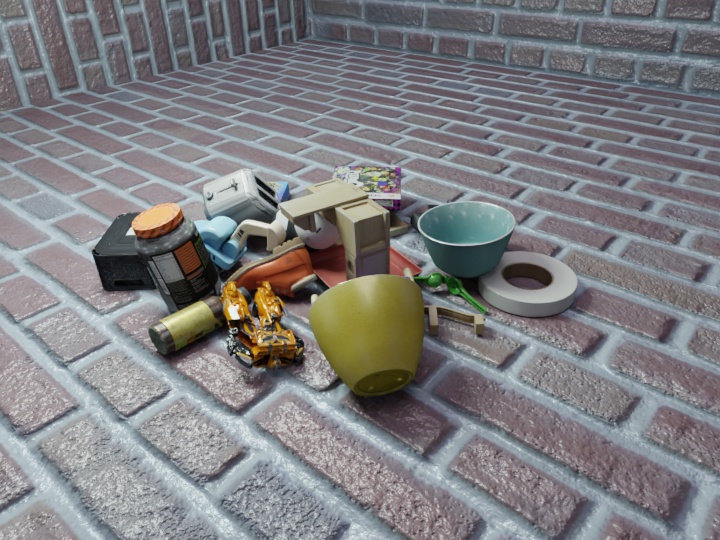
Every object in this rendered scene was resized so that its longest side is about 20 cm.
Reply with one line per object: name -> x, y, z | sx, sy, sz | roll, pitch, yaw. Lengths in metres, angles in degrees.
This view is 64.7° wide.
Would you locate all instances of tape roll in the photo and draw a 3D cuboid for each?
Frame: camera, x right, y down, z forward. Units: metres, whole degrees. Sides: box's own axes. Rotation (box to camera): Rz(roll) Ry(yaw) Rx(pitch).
tape roll -> 0.347, 0.024, 1.189 | 0.202, 0.037, 0.203 | -1, 32, 1

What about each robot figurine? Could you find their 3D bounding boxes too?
robot figurine -> -0.183, 0.101, 1.038 | 0.145, 0.058, 0.200 | -1, 37, -32
robot figurine -> -0.126, -0.102, 1.284 | 0.125, 0.151, 0.200 | -3, -4, -36

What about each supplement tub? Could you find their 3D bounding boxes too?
supplement tub -> -0.366, -0.025, 1.131 | 0.122, 0.200, 0.123 | -10, 34, 7

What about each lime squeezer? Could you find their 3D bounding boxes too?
lime squeezer -> 0.167, 0.036, 1.174 | 0.200, 0.038, 0.071 | 19, 52, 10

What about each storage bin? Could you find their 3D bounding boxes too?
storage bin -> -0.502, -0.049, 1.290 | 0.135, 0.094, 0.200 | -2, 33, -1

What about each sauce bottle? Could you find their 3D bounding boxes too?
sauce bottle -> -0.300, 0.090, 1.088 | 0.200, 0.065, 0.065 | -29, 41, -35

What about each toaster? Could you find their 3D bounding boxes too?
toaster -> -0.274, -0.154, 1.353 | 0.129, 0.200, 0.114 | -23, 63, 15

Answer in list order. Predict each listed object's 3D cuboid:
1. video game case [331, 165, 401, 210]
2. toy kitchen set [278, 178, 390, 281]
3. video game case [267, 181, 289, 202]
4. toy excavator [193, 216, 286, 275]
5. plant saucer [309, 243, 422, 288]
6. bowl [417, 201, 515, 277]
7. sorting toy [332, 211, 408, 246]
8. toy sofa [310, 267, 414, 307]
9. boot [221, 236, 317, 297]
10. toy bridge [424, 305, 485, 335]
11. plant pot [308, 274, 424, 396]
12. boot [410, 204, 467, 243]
video game case -> 0.014, -0.213, 1.446 | 0.181, 0.036, 0.200 | 2, 33, 4
toy kitchen set -> -0.062, -0.059, 1.138 | 0.163, 0.181, 0.200 | -19, 35, -24
video game case -> -0.298, -0.184, 1.537 | 0.181, 0.046, 0.200 | 2, 32, 3
toy excavator -> -0.279, -0.068, 1.232 | 0.194, 0.200, 0.100 | 36, 38, -1
plant saucer -> 0.000, 0.000, 1.243 | 0.199, 0.037, 0.200 | -19, 37, -25
bowl -> 0.223, -0.058, 1.197 | 0.200, 0.105, 0.201 | -6, 32, 3
sorting toy -> -0.012, -0.145, 1.441 | 0.200, 0.070, 0.199 | -16, 35, -22
toy sofa -> 0.007, 0.054, 1.062 | 0.199, 0.098, 0.083 | -16, 32, 4
boot -> -0.189, 0.022, 1.180 | 0.200, 0.107, 0.075 | -27, 0, 7
toy bridge -> 0.140, 0.095, 1.095 | 0.199, 0.027, 0.067 | -1, 32, 3
plant pot -> 0.022, 0.121, 0.935 | 0.199, 0.200, 0.142 | -7, 56, -9
boot -> 0.235, -0.108, 1.363 | 0.200, 0.077, 0.168 | -14, 38, -8
